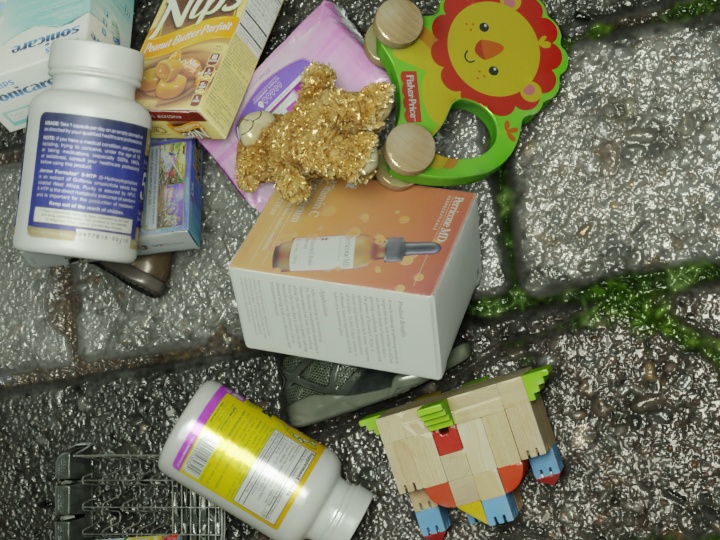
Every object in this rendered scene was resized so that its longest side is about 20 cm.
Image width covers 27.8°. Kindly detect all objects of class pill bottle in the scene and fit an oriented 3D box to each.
[{"bbox_3d":[-0.090,0.199,1.424,0.199,0.104,0.105,31,96,2],"label":"pill bottle"},{"bbox_3d":[-0.261,-0.112,1.386,0.119,0.120,0.201,6,89,20],"label":"pill bottle"}]

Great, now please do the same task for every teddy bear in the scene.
[{"bbox_3d":[-0.048,-0.125,1.343,0.200,0.067,0.146,22,90,50],"label":"teddy bear"}]

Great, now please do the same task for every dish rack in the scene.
[{"bbox_3d":[-0.228,0.257,1.510,0.199,0.055,0.155,-2,86,18],"label":"dish rack"}]

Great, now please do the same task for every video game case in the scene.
[{"bbox_3d":[-0.253,-0.107,1.506,0.180,0.045,0.201,-7,62,12],"label":"video game case"}]

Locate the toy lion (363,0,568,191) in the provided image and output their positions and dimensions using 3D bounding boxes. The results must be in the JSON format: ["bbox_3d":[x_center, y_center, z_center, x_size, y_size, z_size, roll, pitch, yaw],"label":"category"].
[{"bbox_3d":[0.105,-0.179,1.384,0.190,0.069,0.201,-1,75,-11],"label":"toy lion"}]

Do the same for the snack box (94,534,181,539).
[{"bbox_3d":[-0.254,0.356,1.464,0.199,0.068,0.170,-8,115,21],"label":"snack box"}]

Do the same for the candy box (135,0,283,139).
[{"bbox_3d":[-0.158,-0.230,1.473,0.115,0.055,0.201,5,64,33],"label":"candy box"}]

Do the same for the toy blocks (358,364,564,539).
[{"bbox_3d":[0.109,0.181,1.381,0.199,0.100,0.138,-19,91,18],"label":"toy blocks"}]

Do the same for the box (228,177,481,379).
[{"bbox_3d":[0.000,0.000,1.377,0.199,0.107,0.153,8,43,18],"label":"box"}]

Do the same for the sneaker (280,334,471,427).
[{"bbox_3d":[0.006,0.076,1.426,0.198,0.076,0.115,-18,86,23],"label":"sneaker"}]

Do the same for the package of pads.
[{"bbox_3d":[-0.057,-0.160,1.469,0.200,0.076,0.121,-44,71,11],"label":"package of pads"}]

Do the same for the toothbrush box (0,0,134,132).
[{"bbox_3d":[-0.320,-0.263,1.529,0.146,0.085,0.201,-15,53,18],"label":"toothbrush box"}]

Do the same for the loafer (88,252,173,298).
[{"bbox_3d":[-0.275,-0.042,1.549,0.199,0.073,0.071,29,80,17],"label":"loafer"}]
